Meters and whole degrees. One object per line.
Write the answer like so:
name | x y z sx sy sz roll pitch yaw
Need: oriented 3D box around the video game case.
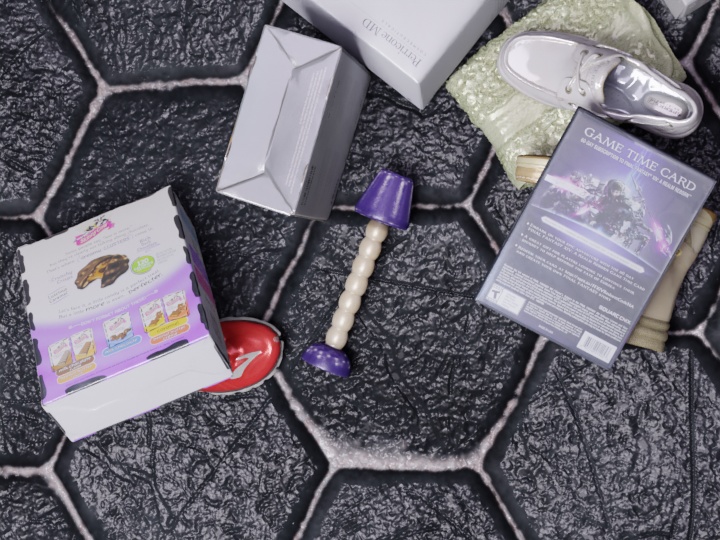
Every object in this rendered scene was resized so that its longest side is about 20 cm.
video game case | 0.212 -0.028 1.535 0.142 0.019 0.201 27 101 -3

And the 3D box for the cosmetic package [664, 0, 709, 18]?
cosmetic package | 0.356 -0.335 1.569 0.199 0.090 0.107 -31 86 4

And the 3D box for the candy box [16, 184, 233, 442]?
candy box | -0.225 0.038 1.597 0.167 0.072 0.201 -22 49 4

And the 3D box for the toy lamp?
toy lamp | 0.000 0.000 1.631 0.058 0.058 0.201 23 94 7

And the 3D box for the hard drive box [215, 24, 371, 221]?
hard drive box | -0.058 -0.131 1.566 0.076 0.200 0.157 17 92 8

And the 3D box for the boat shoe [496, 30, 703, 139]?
boat shoe | 0.222 -0.178 1.557 0.199 0.069 0.071 17 92 9

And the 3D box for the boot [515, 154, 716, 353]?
boot | 0.219 -0.016 1.581 0.199 0.073 0.156 18 95 -14

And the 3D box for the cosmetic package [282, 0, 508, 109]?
cosmetic package | 0.040 -0.297 1.580 0.199 0.123 0.200 38 89 7

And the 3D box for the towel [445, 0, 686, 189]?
towel | 0.195 -0.187 1.614 0.200 0.036 0.149 -36 85 6

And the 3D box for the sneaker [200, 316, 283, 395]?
sneaker | -0.174 0.090 1.639 0.199 0.085 0.078 -7 91 8
